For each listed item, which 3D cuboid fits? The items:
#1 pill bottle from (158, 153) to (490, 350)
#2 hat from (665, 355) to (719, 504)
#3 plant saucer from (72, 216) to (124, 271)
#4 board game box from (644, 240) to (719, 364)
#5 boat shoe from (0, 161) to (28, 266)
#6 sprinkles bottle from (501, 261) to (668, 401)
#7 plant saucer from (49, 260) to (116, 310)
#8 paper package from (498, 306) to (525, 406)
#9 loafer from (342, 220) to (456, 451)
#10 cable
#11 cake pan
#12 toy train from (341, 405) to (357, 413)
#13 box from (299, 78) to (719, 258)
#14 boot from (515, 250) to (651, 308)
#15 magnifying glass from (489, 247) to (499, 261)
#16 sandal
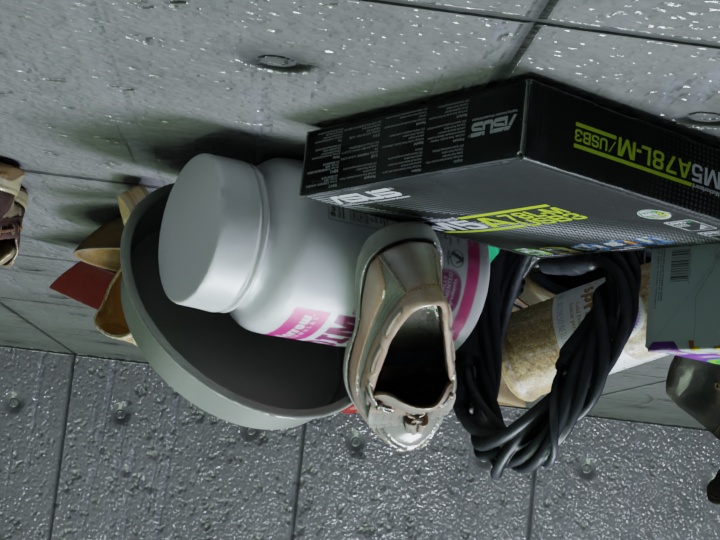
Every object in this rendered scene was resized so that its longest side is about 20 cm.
[{"bbox_3d":[-0.024,-0.009,0.969,0.198,0.115,0.113,11,171,-30],"label":"pill bottle"},{"bbox_3d":[0.272,0.065,1.075,0.080,0.203,0.201,26,175,11],"label":"hat"},{"bbox_3d":[-0.150,-0.017,1.294,0.197,0.036,0.200,7,172,1],"label":"plant saucer"},{"bbox_3d":[0.281,0.011,0.902,0.198,0.107,0.102,12,170,-35],"label":"board game box"},{"bbox_3d":[-0.295,-0.036,1.150,0.071,0.073,0.200,9,171,-16],"label":"boat shoe"},{"bbox_3d":[0.191,0.032,1.033,0.198,0.069,0.068,-22,159,28],"label":"sprinkles bottle"},{"bbox_3d":[-0.171,0.026,1.435,0.198,0.037,0.199,5,-172,-39],"label":"plant saucer"},{"bbox_3d":[0.061,0.078,1.545,0.197,0.105,0.190,2,172,24],"label":"paper package"},{"bbox_3d":[0.028,0.059,0.927,0.071,0.063,0.201,-14,139,-9],"label":"loafer"},{"bbox_3d":[0.122,0.047,0.970,0.051,0.201,0.163,38,114,-26],"label":"cable"},{"bbox_3d":[-0.079,0.026,1.013,0.198,0.202,0.037,12,136,-33],"label":"cake pan"},{"bbox_3d":[0.063,0.078,1.316,0.114,0.086,0.199,-11,170,29],"label":"toy train"},{"bbox_3d":[0.097,-0.050,0.839,0.191,0.048,0.199,11,171,-36],"label":"box"},{"bbox_3d":[0.209,0.018,1.116,0.197,0.076,0.097,9,175,-1],"label":"boot"},{"bbox_3d":[0.100,0.006,1.183,0.022,0.080,0.199,40,-162,26],"label":"magnifying glass"},{"bbox_3d":[-0.180,0.020,1.162,0.069,0.078,0.213,-25,145,-15],"label":"sandal"}]
